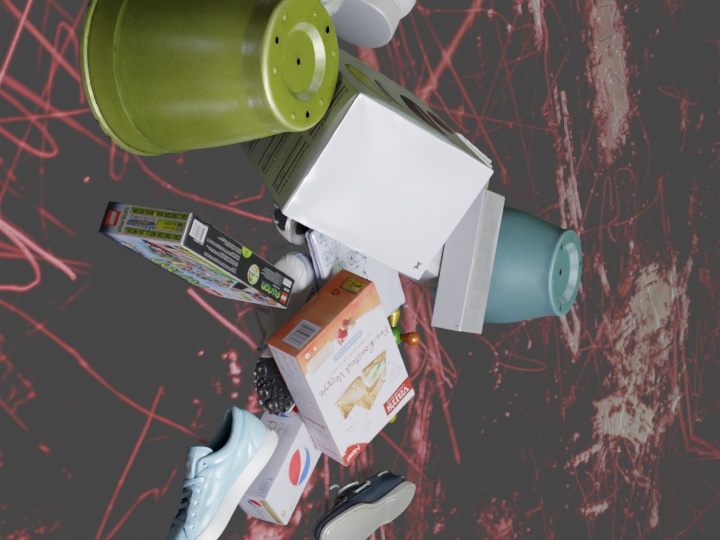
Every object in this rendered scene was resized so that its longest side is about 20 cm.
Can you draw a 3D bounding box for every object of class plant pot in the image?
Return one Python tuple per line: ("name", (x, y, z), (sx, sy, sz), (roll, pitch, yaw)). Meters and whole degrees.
("plant pot", (0.239, -0.005, 1.810), (0.200, 0.187, 0.201), (-23, 117, -56))
("plant pot", (-0.132, -0.205, 1.123), (0.200, 0.192, 0.202), (-21, 115, -56))

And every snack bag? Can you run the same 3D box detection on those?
("snack bag", (0.000, 0.000, 1.441), (0.189, 0.021, 0.201), (-45, 131, -50))

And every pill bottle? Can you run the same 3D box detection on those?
("pill bottle", (0.030, -0.384, 1.435), (0.113, 0.113, 0.201), (54, 51, -50))

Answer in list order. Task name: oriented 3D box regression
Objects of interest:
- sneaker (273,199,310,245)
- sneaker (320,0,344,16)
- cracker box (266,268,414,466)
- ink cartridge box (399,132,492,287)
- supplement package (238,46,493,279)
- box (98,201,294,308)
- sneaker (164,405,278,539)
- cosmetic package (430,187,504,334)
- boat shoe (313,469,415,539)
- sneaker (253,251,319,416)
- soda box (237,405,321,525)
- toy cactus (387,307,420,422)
("sneaker", (-0.053, -0.129, 1.416), (0.083, 0.080, 0.201), (22, 87, -73))
("sneaker", (-0.080, -0.314, 1.302), (0.200, 0.075, 0.088), (-57, 142, -37))
("cracker box", (-0.019, 0.117, 1.372), (0.134, 0.058, 0.201), (-44, 136, -25))
("ink cartridge box", (0.111, -0.086, 1.675), (0.147, 0.082, 0.201), (28, 74, -59))
("supplement package", (-0.002, -0.128, 1.243), (0.191, 0.200, 0.147), (25, 108, -33))
("box", (-0.164, -0.014, 1.196), (0.200, 0.110, 0.035), (36, 66, -56))
("sneaker", (-0.178, 0.240, 1.293), (0.082, 0.074, 0.200), (44, 59, -19))
("cosmetic package", (0.151, -0.015, 1.629), (0.082, 0.050, 0.201), (13, 87, -64))
("boat shoe", (-0.003, 0.326, 1.596), (0.200, 0.062, 0.075), (-23, 133, -46))
("sneaker", (-0.082, 0.077, 1.399), (0.072, 0.072, 0.201), (-3, 102, -62))
("soda box", (-0.087, 0.207, 1.427), (0.201, 0.063, 0.068), (-63, 144, -29))
("toy cactus", (0.007, 0.143, 1.559), (0.165, 0.102, 0.201), (-40, 139, -36))
